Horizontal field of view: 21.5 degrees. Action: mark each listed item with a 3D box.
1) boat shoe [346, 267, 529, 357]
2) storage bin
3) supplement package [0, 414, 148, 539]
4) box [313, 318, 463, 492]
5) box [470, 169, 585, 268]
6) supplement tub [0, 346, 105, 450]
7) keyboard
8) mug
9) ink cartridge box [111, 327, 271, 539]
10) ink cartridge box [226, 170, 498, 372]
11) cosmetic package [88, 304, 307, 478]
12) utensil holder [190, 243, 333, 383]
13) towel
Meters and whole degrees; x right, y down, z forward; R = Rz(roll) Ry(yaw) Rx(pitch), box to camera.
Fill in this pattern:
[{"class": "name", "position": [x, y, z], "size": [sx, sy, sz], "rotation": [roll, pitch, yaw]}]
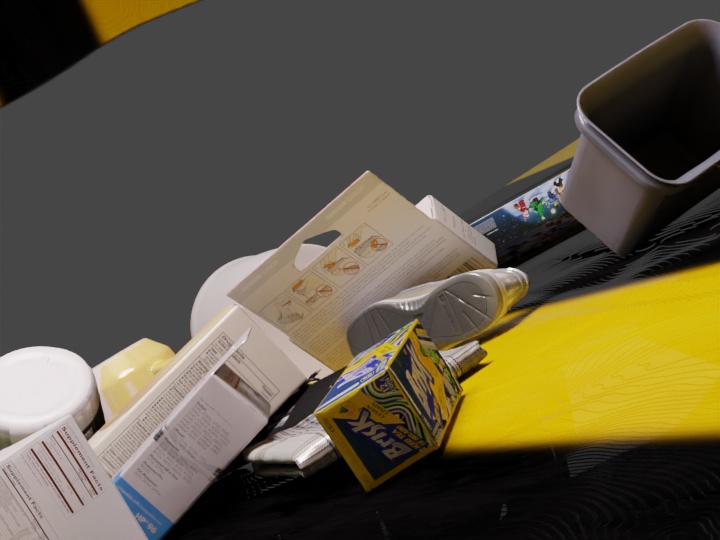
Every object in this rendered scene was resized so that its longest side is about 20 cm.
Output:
[{"class": "boat shoe", "position": [0.068, 0.045, 1.751], "size": [0.065, 0.074, 0.202], "rotation": [-19, -8, -47]}, {"class": "storage bin", "position": [0.277, -0.103, 1.673], "size": [0.200, 0.146, 0.134], "rotation": [-34, -23, -32]}, {"class": "supplement package", "position": [-0.302, 0.243, 1.462], "size": [0.191, 0.147, 0.200], "rotation": [-29, 4, 35]}, {"class": "box", "position": [0.024, 0.095, 1.384], "size": [0.064, 0.070, 0.200], "rotation": [-33, 3, 10]}, {"class": "box", "position": [0.195, -0.056, 1.954], "size": [0.200, 0.038, 0.137], "rotation": [-29, -13, 24]}, {"class": "supplement tub", "position": [-0.308, 0.184, 1.878], "size": [0.122, 0.200, 0.123], "rotation": [-3, 40, 3]}, {"class": "keyboard", "position": [-0.061, 0.147, 1.813], "size": [0.200, 0.040, 0.104], "rotation": [-30, 23, 48]}, {"class": "mug", "position": [-0.205, 0.147, 1.979], "size": [0.187, 0.153, 0.149], "rotation": [-31, 2, 10]}, {"class": "ink cartridge box", "position": [-0.142, 0.148, 1.679], "size": [0.200, 0.068, 0.116], "rotation": [-48, 3, 2]}, {"class": "ink cartridge box", "position": [0.000, 0.000, 1.799], "size": [0.200, 0.174, 0.044], "rotation": [-40, 30, 24]}, {"class": "cosmetic package", "position": [-0.159, 0.136, 1.806], "size": [0.200, 0.105, 0.071], "rotation": [-44, 8, -12]}, {"class": "utensil holder", "position": [-0.090, 0.058, 2.190], "size": [0.170, 0.170, 0.200], "rotation": [-32, 6, -20]}, {"class": "towel", "position": [-0.001, 0.116, 1.615], "size": [0.193, 0.035, 0.200], "rotation": [-33, 3, -17]}]
